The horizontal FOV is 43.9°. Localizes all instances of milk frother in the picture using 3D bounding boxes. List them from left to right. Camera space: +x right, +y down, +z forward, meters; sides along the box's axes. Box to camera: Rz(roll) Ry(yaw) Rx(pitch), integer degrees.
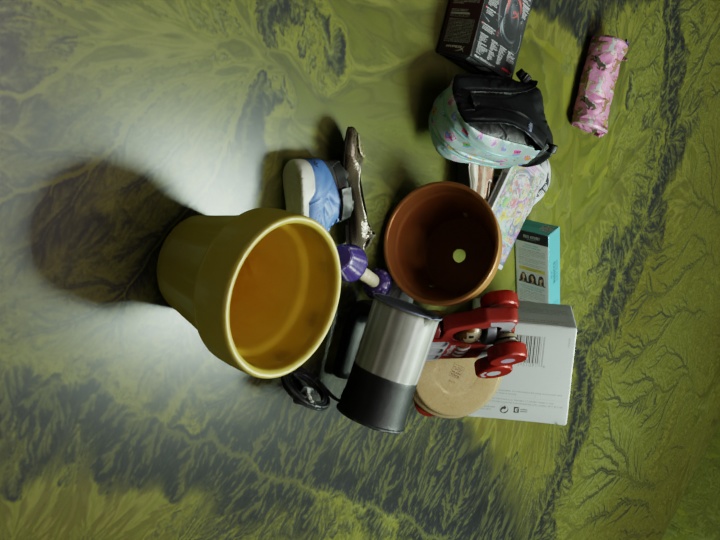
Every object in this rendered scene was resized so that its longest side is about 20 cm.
[{"bbox_3d":[-0.001,0.130,1.375,0.199,0.178,0.192,11,98,-57],"label":"milk frother"}]

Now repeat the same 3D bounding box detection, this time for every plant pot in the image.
[{"bbox_3d":[-0.155,0.011,1.135,0.199,0.186,0.206,-22,120,-44],"label":"plant pot"},{"bbox_3d":[0.151,-0.036,1.509,0.140,0.196,0.204,21,87,-69],"label":"plant pot"}]

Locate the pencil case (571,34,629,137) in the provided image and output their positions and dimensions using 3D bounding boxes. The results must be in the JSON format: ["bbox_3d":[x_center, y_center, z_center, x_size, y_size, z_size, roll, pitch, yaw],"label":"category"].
[{"bbox_3d":[0.503,-0.389,1.882,0.083,0.085,0.205,-5,110,-82],"label":"pencil case"}]

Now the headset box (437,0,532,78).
[{"bbox_3d":[0.221,-0.444,1.520,0.147,0.074,0.205,10,95,-52],"label":"headset box"}]

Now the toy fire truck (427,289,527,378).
[{"bbox_3d":[0.180,0.110,1.492,0.201,0.164,0.115,110,-24,-67],"label":"toy fire truck"}]

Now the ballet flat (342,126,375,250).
[{"bbox_3d":[-0.002,-0.121,1.370,0.068,0.045,0.204,-73,163,-63],"label":"ballet flat"}]

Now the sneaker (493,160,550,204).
[{"bbox_3d":[0.295,-0.167,1.710,0.201,0.074,0.115,-54,141,-18],"label":"sneaker"}]

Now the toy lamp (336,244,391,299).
[{"bbox_3d":[0.000,0.000,1.382,0.059,0.057,0.200,-69,161,-4],"label":"toy lamp"}]

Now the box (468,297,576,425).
[{"bbox_3d":[0.305,0.172,1.722,0.131,0.194,0.205,-65,158,-71],"label":"box"}]

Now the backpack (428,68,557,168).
[{"bbox_3d":[0.214,-0.249,1.498,0.196,0.127,0.170,3,58,-29],"label":"backpack"}]

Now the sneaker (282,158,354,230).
[{"bbox_3d":[-0.058,-0.063,1.315,0.109,0.076,0.205,-9,104,-39],"label":"sneaker"}]

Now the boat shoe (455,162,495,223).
[{"bbox_3d":[0.213,-0.141,1.605,0.070,0.076,0.205,-7,112,-18],"label":"boat shoe"}]

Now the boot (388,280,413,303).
[{"bbox_3d":[0.067,0.109,1.515,0.073,0.094,0.203,38,74,-49],"label":"boot"}]

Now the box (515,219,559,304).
[{"bbox_3d":[0.368,0.002,1.857,0.049,0.081,0.204,-32,126,-40],"label":"box"}]

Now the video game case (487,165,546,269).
[{"bbox_3d":[0.269,-0.112,1.633,0.142,0.018,0.203,24,92,-57],"label":"video game case"}]

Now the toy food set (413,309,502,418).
[{"bbox_3d":[0.167,0.177,1.628,0.195,0.049,0.203,7,103,-13],"label":"toy food set"}]
